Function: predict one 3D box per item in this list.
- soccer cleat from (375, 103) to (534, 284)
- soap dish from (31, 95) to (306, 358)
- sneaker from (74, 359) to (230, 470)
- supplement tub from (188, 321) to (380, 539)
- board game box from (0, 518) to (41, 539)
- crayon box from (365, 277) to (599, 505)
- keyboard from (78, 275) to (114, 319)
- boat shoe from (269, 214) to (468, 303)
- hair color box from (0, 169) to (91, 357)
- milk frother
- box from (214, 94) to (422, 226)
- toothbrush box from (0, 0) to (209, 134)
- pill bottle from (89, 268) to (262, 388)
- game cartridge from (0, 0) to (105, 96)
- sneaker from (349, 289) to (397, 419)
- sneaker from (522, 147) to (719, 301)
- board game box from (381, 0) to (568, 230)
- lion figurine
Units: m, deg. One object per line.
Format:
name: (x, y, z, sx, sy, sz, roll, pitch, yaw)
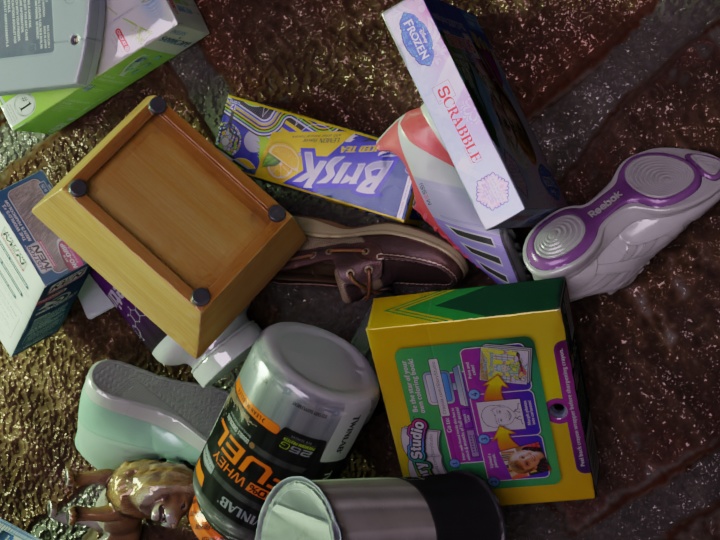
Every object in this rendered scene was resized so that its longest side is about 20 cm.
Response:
soccer cleat: (0.089, -0.052, 1.630, 0.073, 0.068, 0.201, -28, 102, 11)
soap dish: (-0.166, -0.047, 1.637, 0.200, 0.081, 0.157, 41, 66, 5)
sneaker: (-0.178, 0.166, 1.770, 0.199, 0.074, 0.119, 23, 132, -2)
supplement tub: (-0.073, 0.157, 1.639, 0.122, 0.122, 0.201, 33, 116, 14)
board game box: (-0.306, 0.325, 1.769, 0.199, 0.062, 0.201, 32, 144, 15)
crayon box: (0.110, 0.112, 1.620, 0.170, 0.058, 0.202, -5, 120, 15)
keyboard: (-0.195, -0.020, 1.789, 0.199, 0.011, 0.057, -28, 89, 17)
boat shoe: (0.000, 0.000, 1.681, 0.198, 0.072, 0.073, 10, 62, 21)
hair color box: (-0.314, -0.003, 1.736, 0.060, 0.200, 0.101, -29, 81, -27)
milk frother: (0.016, 0.282, 1.554, 0.181, 0.187, 0.202, -46, 53, 40)
box: (-0.033, -0.101, 1.702, 0.198, 0.064, 0.071, 17, 93, 16)
toothbrush box: (-0.268, -0.242, 1.763, 0.199, 0.086, 0.147, -29, 83, 15)
pill bottle: (-0.179, 0.008, 1.724, 0.112, 0.112, 0.201, -41, 85, 15)
game cartridge: (-0.302, -0.266, 1.711, 0.132, 0.041, 0.203, -3, 89, 22)
sneaker: (0.035, 0.099, 1.692, 0.104, 0.060, 0.201, 29, 98, 18)
sneaker: (0.235, -0.038, 1.624, 0.199, 0.100, 0.075, -28, 52, -2)
board game box: (0.103, -0.133, 1.588, 0.041, 0.200, 0.201, -27, 85, 16)
lion figurine: (-0.229, 0.232, 1.758, 0.121, 0.200, 0.073, 1, 68, -22)
